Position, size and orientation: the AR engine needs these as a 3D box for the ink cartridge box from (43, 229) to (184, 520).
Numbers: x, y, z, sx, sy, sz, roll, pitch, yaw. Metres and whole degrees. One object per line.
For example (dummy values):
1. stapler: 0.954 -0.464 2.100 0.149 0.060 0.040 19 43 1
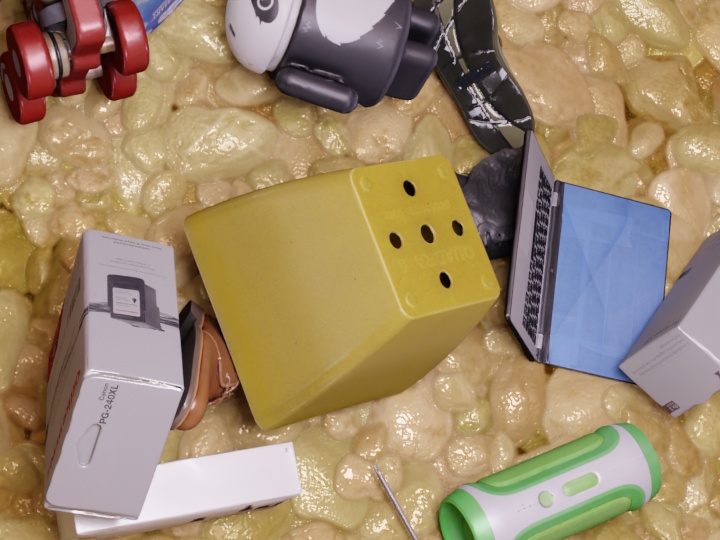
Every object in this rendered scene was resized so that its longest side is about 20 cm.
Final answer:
1. ink cartridge box: -0.205 0.085 1.592 0.083 0.146 0.201 11 33 -16

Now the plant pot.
1. plant pot: 0.000 0.000 1.681 0.199 0.176 0.201 -12 76 -48

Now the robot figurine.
1. robot figurine: -0.027 -0.226 1.802 0.199 0.150 0.126 16 106 -14

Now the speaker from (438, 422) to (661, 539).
1. speaker: 0.174 0.207 1.765 0.199 0.088 0.089 -20 81 -22

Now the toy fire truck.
1. toy fire truck: -0.266 -0.231 1.688 0.111 0.200 0.169 -17 84 -18

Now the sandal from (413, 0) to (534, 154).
1. sandal: 0.108 -0.206 1.883 0.079 0.057 0.202 -20 99 8

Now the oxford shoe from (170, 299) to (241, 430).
1. oxford shoe: -0.132 0.088 1.652 0.071 0.200 0.071 33 108 -12

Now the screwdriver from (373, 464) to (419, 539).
1. screwdriver: 0.064 0.262 1.746 0.029 0.028 0.201 -17 78 -53

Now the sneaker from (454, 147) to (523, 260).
1. sneaker: 0.108 -0.028 1.826 0.103 0.060 0.201 12 66 -12

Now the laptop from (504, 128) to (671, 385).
1. laptop: 0.219 -0.009 1.832 0.115 0.200 0.189 1 70 17

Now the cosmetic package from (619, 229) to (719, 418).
1. cosmetic package: 0.344 0.035 1.844 0.081 0.113 0.200 43 54 -2

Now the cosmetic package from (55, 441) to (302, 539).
1. cosmetic package: -0.157 0.192 1.661 0.199 0.083 0.051 -8 77 -20

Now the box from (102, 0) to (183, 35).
1. box: -0.180 -0.292 1.735 0.048 0.200 0.122 39 66 6
